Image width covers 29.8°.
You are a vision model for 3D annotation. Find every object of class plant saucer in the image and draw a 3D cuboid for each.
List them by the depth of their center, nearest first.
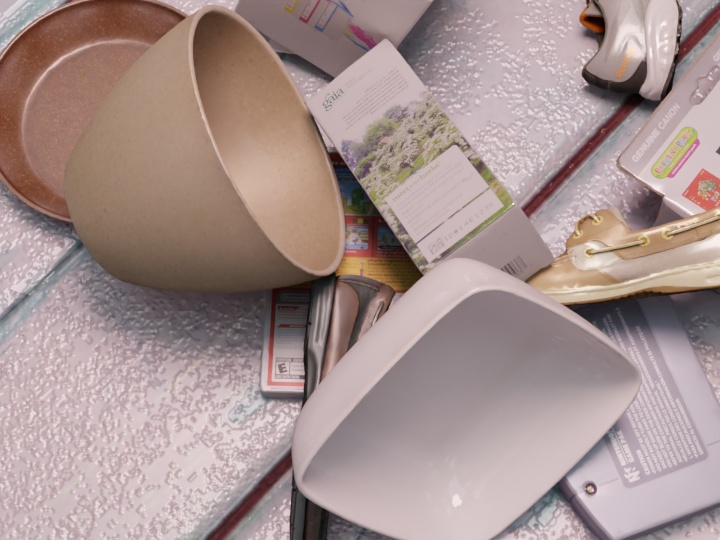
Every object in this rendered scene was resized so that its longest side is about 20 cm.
[{"bbox_3d":[-0.197,-0.123,1.068,0.200,0.037,0.201,0,70,0],"label":"plant saucer"}]

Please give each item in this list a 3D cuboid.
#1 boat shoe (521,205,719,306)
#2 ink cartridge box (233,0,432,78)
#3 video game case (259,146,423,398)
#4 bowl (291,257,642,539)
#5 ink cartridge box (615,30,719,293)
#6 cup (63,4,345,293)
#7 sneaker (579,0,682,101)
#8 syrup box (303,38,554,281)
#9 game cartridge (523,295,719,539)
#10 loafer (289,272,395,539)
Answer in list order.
[{"bbox_3d":[0.181,-0.012,0.951,0.199,0.074,0.067,-8,89,9],"label":"boat shoe"},{"bbox_3d":[-0.002,-0.241,1.033,0.125,0.200,0.129,31,69,-6],"label":"ink cartridge box"},{"bbox_3d":[0.000,0.000,1.030,0.143,0.017,0.201,2,70,2],"label":"video game case"},{"bbox_3d":[0.063,0.085,0.900,0.200,0.200,0.075,-48,40,15],"label":"bowl"},{"bbox_3d":[0.312,-0.085,1.022,0.175,0.084,0.200,37,74,15],"label":"ink cartridge box"},{"bbox_3d":[-0.120,-0.063,0.946,0.143,0.200,0.201,-23,69,18],"label":"cup"},{"bbox_3d":[0.218,-0.233,1.086,0.079,0.074,0.201,5,70,8],"label":"sneaker"},{"bbox_3d":[0.045,-0.067,0.961,0.079,0.081,0.200,-37,50,5],"label":"syrup box"},{"bbox_3d":[0.185,0.091,0.985,0.133,0.040,0.200,-17,70,-9],"label":"game cartridge"},{"bbox_3d":[-0.013,0.100,0.954,0.063,0.072,0.201,6,83,-4],"label":"loafer"}]
